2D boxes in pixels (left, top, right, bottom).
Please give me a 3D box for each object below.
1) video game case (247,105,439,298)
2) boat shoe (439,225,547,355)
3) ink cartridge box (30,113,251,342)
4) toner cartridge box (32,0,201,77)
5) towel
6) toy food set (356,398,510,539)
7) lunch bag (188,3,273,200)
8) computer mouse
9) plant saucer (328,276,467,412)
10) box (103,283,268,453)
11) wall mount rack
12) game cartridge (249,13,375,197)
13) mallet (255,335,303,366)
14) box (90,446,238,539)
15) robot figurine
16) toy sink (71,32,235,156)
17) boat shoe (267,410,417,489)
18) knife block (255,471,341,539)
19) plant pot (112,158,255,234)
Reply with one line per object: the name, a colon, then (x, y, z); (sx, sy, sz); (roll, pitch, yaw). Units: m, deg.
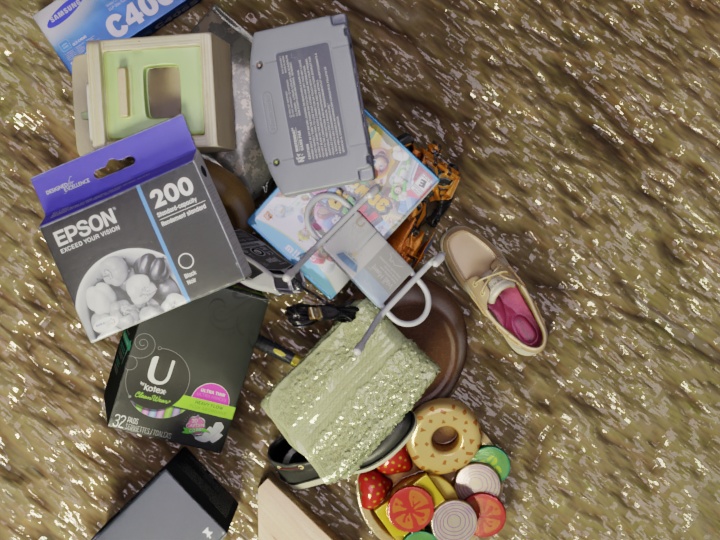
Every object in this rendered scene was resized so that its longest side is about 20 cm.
video game case: (-0.021, -0.085, 1.370); (0.143, 0.018, 0.200); (42, 97, -4)
boat shoe: (0.179, 0.024, 1.452); (0.074, 0.069, 0.200); (-40, 91, -3)
ink cartridge box: (-0.251, -0.047, 1.258); (0.197, 0.043, 0.201); (-22, 96, 6)
toner cartridge box: (-0.313, -0.341, 1.452); (0.199, 0.043, 0.095); (-35, 89, -3)
towel: (-0.013, 0.146, 1.360); (0.148, 0.036, 0.200); (45, 95, 12)
toy food set: (0.095, 0.277, 1.439); (0.200, 0.049, 0.198); (-36, 100, -1)
lunch bag: (-0.154, -0.206, 1.419); (0.200, 0.118, 0.164); (41, 90, 3)
computer mouse: (-0.104, 0.012, 1.337); (0.200, 0.109, 0.044); (34, 114, 26)
plant saucer: (0.053, 0.106, 1.426); (0.199, 0.037, 0.202); (-5, 104, -19)
box: (-0.217, 0.097, 1.376); (0.148, 0.124, 0.201); (16, 96, -18)
wall mount rack: (0.000, 0.000, 1.311); (0.200, 0.075, 0.174); (46, 69, -4)
game cartridge: (-0.063, -0.195, 1.338); (0.132, 0.041, 0.201); (-10, 89, 6)
mallet: (-0.076, 0.110, 1.457); (0.199, 0.041, 0.066); (33, 89, 3)
box: (-0.241, 0.314, 1.361); (0.148, 0.200, 0.107); (-44, 91, -3)
robot figurine: (0.054, -0.073, 1.430); (0.145, 0.058, 0.201); (26, 96, -40)
toy sink: (-0.256, -0.201, 1.313); (0.199, 0.112, 0.131); (-2, 93, 7)
boat shoe: (-0.024, 0.214, 1.403); (0.201, 0.074, 0.063); (-24, 127, 22)
knife block: (-0.045, 0.360, 1.437); (0.174, 0.064, 0.201); (-1, 88, -3)
plant pot: (-0.229, -0.059, 1.389); (0.199, 0.201, 0.028); (-3, 44, -3)
